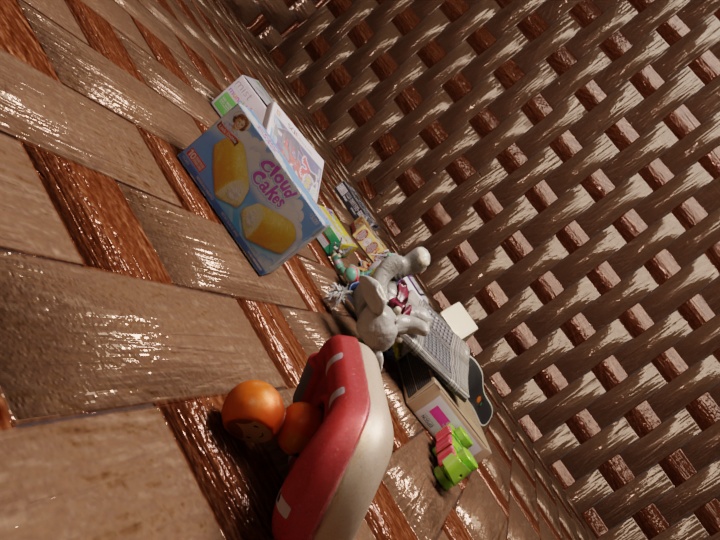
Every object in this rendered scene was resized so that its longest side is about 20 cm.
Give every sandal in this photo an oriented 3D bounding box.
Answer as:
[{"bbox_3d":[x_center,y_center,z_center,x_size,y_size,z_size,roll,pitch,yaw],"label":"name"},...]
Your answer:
[{"bbox_3d":[0.034,0.086,1.194,0.080,0.085,0.204,-59,136,-56],"label":"sandal"}]

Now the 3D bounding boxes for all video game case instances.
[{"bbox_3d":[-0.138,-0.190,1.178,0.182,0.023,0.204,45,43,-45],"label":"video game case"}]

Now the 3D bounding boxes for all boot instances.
[{"bbox_3d":[0.209,0.252,1.373,0.143,0.072,0.203,19,-40,46],"label":"boot"}]

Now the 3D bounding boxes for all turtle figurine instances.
[{"bbox_3d":[0.000,0.000,1.297,0.146,0.103,0.200,14,-5,17],"label":"turtle figurine"}]

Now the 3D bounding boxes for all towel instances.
[{"bbox_3d":[0.150,0.137,1.191,0.192,0.035,0.201,44,23,-7],"label":"towel"}]

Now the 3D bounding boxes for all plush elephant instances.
[{"bbox_3d":[0.044,0.071,0.994,0.156,0.194,0.168,-112,-158,-58],"label":"plush elephant"}]

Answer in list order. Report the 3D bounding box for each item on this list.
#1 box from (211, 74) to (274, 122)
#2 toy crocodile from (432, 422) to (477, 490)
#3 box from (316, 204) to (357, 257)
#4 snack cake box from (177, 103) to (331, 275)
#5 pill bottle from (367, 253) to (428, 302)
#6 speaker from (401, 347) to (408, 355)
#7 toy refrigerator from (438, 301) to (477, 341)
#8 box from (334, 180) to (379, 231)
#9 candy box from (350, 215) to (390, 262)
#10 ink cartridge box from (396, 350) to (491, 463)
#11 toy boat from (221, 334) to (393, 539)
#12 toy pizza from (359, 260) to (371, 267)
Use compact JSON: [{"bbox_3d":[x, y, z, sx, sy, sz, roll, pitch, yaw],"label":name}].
[{"bbox_3d":[-0.208,-0.308,1.322,0.202,0.096,0.177,53,9,-11],"label":"box"},{"bbox_3d":[0.151,0.304,1.025,0.062,0.067,0.200,52,9,-5],"label":"toy crocodile"},{"bbox_3d":[-0.067,-0.091,1.429,0.119,0.048,0.200,55,11,7],"label":"box"},{"bbox_3d":[-0.144,-0.110,0.845,0.202,0.114,0.067,54,9,2],"label":"snack cake box"},{"bbox_3d":[0.099,0.069,1.501,0.202,0.110,0.111,58,9,20],"label":"pill bottle"},{"bbox_3d":[0.102,0.134,1.369,0.202,0.081,0.081,54,9,4],"label":"speaker"},{"bbox_3d":[0.187,0.163,1.414,0.077,0.069,0.201,54,-32,17],"label":"toy refrigerator"},{"bbox_3d":[-0.011,-0.232,2.275,0.202,0.049,0.158,56,8,5],"label":"box"},{"bbox_3d":[0.048,-0.070,1.951,0.201,0.055,0.116,52,9,-19],"label":"candy box"},{"bbox_3d":[0.161,0.266,1.204,0.201,0.074,0.165,52,10,-18],"label":"ink cartridge box"},{"bbox_3d":[-0.052,0.130,0.501,0.128,0.133,0.201,20,17,-12],"label":"toy boat"},{"bbox_3d":[0.065,0.050,1.659,0.202,0.031,0.201,53,9,-12],"label":"toy pizza"}]
